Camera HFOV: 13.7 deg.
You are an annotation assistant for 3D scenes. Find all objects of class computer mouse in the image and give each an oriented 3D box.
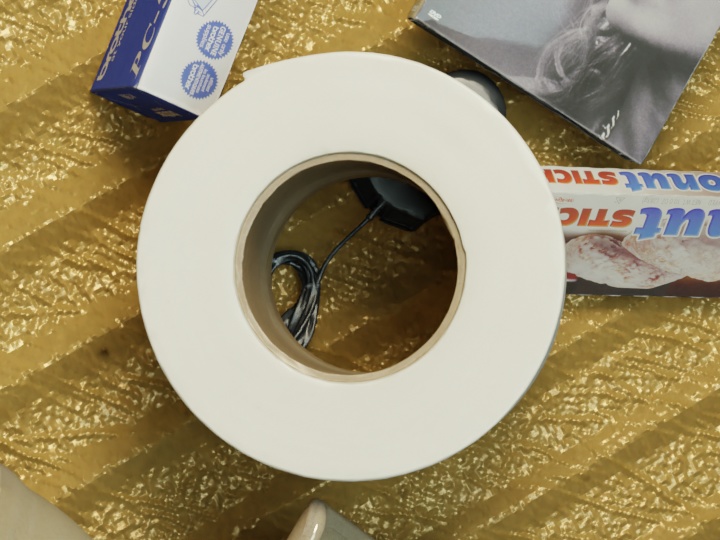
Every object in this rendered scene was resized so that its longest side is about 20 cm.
[{"bbox_3d":[0.002,-0.023,1.539,0.059,0.034,0.200,43,86,-1],"label":"computer mouse"}]

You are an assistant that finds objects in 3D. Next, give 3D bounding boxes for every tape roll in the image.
[{"bbox_3d":[0.000,0.000,1.445,0.202,0.139,0.203,0,88,5],"label":"tape roll"}]

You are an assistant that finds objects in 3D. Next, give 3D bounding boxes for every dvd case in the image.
[{"bbox_3d":[0.134,-0.177,1.534,0.149,0.016,0.200,31,86,-19],"label":"dvd case"}]

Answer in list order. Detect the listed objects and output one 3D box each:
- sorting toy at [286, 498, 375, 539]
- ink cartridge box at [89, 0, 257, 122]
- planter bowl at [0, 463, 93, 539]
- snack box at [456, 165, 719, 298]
[{"bbox_3d":[-0.025,0.222,1.467,0.185,0.036,0.200,-60,151,-8],"label":"sorting toy"},{"bbox_3d":[-0.068,-0.173,1.472,0.044,0.094,0.200,23,85,-18],"label":"ink cartridge box"},{"bbox_3d":[-0.167,0.208,1.394,0.135,0.200,0.200,33,82,-15],"label":"planter bowl"},{"bbox_3d":[0.154,-0.020,1.571,0.200,0.024,0.072,1,131,-19],"label":"snack box"}]
